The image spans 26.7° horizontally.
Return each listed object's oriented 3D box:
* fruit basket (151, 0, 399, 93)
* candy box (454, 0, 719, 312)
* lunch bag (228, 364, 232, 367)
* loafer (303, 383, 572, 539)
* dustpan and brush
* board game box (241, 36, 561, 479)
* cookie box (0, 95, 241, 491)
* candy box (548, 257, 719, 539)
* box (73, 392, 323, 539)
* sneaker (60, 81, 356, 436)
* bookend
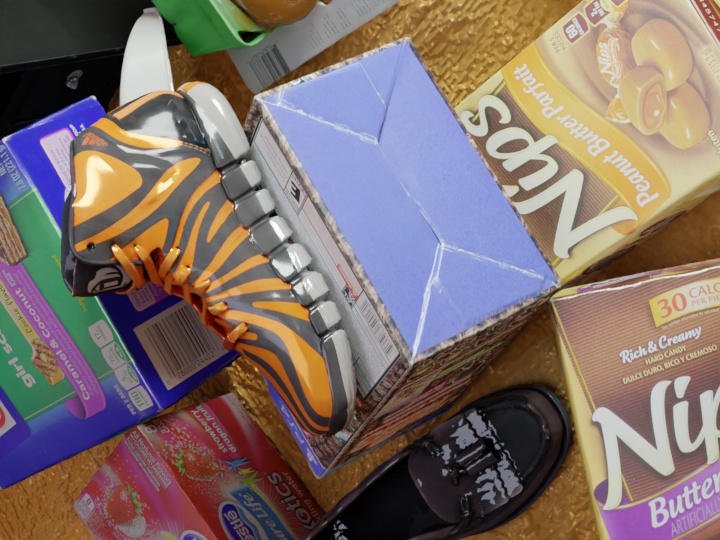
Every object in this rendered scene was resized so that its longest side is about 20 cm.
[{"bbox_3d":[-0.054,-0.217,0.878,0.200,0.094,0.186,-27,104,41],"label":"fruit basket"},{"bbox_3d":[0.124,-0.068,0.812,0.200,0.055,0.116,-38,76,36],"label":"candy box"},{"bbox_3d":[-0.209,0.027,1.042,0.199,0.124,0.171,-24,86,30],"label":"lunch bag"},{"bbox_3d":[0.041,0.136,0.908,0.200,0.063,0.072,-38,76,35],"label":"loafer"},{"bbox_3d":[-0.108,-0.071,0.905,0.057,0.200,0.140,-10,114,11],"label":"dustpan and brush"},{"bbox_3d":[0.000,0.000,0.840,0.160,0.096,0.200,60,155,13],"label":"board game box"},{"bbox_3d":[-0.187,0.021,0.888,0.200,0.075,0.172,-28,93,46],"label":"cookie box"},{"bbox_3d":[0.176,0.098,0.784,0.116,0.056,0.201,-12,91,19],"label":"candy box"},{"bbox_3d":[-0.082,0.191,0.989,0.200,0.099,0.096,52,124,18],"label":"box"},{"bbox_3d":[-0.087,0.009,0.769,0.201,0.112,0.078,60,155,11],"label":"sneaker"},{"bbox_3d":[-0.252,-0.111,1.013,0.092,0.198,0.200,55,132,16],"label":"bookend"}]
